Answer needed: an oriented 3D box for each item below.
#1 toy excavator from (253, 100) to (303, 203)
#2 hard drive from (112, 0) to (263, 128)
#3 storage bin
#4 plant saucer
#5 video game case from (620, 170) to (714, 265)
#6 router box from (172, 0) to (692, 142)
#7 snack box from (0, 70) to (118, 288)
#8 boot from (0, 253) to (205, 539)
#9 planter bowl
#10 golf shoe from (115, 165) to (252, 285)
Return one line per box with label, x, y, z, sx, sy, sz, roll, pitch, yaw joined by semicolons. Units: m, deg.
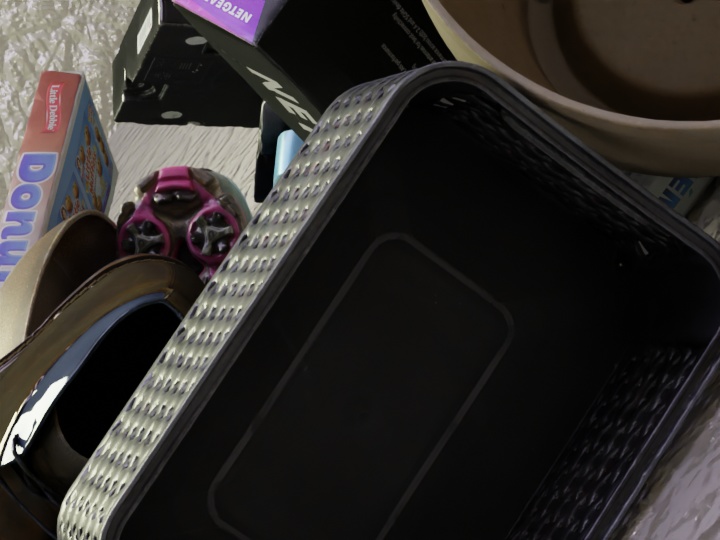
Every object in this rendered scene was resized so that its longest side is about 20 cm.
toy excavator;0.000;0.000;1.224;0.195;0.099;0.201;101;173;-71
hard drive;-0.009;-0.103;1.309;0.140;0.199;0.038;130;140;-70
storage bin;0.011;0.048;0.890;0.200;0.135;0.094;-56;12;-7
plant saucer;-0.127;0.075;1.189;0.200;0.032;0.202;0;-90;-77
video game case;0.111;-0.052;1.118;0.183;0.022;0.200;-53;10;0
router box;0.035;-0.099;1.041;0.051;0.200;0.149;30;80;39
snack box;-0.143;0.007;1.246;0.072;0.024;0.201;75;-161;-49
boot;-0.126;0.073;1.007;0.200;0.075;0.097;-51;7;-4
planter bowl;0.111;-0.114;0.941;0.201;0.200;0.135;-55;-16;-13
golf shoe;-0.065;0.055;1.239;0.092;0.072;0.201;6;-95;-79
